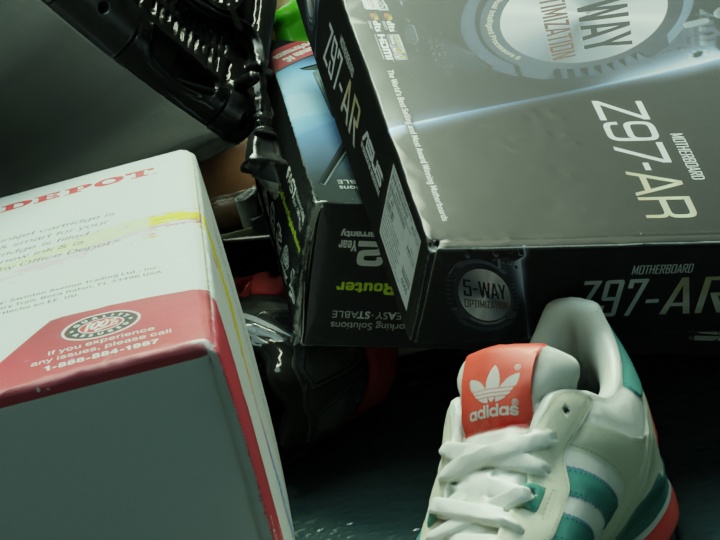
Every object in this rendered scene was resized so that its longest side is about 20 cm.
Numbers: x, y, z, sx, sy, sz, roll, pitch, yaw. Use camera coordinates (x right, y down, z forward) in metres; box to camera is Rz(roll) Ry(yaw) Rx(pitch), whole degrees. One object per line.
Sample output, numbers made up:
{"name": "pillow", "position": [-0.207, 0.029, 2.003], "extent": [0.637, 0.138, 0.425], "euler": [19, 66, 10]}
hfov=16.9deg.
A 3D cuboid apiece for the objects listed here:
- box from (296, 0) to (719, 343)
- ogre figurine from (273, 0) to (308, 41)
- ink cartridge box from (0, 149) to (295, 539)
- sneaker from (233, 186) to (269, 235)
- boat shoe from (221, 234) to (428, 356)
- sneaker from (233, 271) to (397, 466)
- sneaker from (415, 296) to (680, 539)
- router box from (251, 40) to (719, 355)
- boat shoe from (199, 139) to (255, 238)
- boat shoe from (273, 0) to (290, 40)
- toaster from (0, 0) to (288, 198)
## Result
{"name": "box", "position": [0.074, -0.058, 0.870], "extent": [0.160, 0.044, 0.200], "euler": [-1, 42, -14]}
{"name": "ogre figurine", "position": [0.000, -0.131, 1.033], "extent": [0.200, 0.098, 0.120], "euler": [-31, 45, 34]}
{"name": "ink cartridge box", "position": [-0.100, 0.068, 0.766], "extent": [0.145, 0.145, 0.200], "euler": [-15, 20, 0]}
{"name": "sneaker", "position": [0.018, -0.040, 1.095], "extent": [0.129, 0.080, 0.199], "euler": [-28, 24, -33]}
{"name": "boat shoe", "position": [0.000, 0.000, 1.021], "extent": [0.199, 0.062, 0.075], "euler": [-12, 17, 2]}
{"name": "sneaker", "position": [-0.089, 0.047, 0.932], "extent": [0.200, 0.071, 0.098], "euler": [-6, 18, 18]}
{"name": "sneaker", "position": [0.037, 0.076, 0.730], "extent": [0.070, 0.094, 0.200], "euler": [-3, 22, 29]}
{"name": "router box", "position": [0.062, -0.030, 0.939], "extent": [0.199, 0.062, 0.150], "euler": [1, 28, -11]}
{"name": "boat shoe", "position": [-0.078, -0.066, 1.248], "extent": [0.072, 0.068, 0.200], "euler": [-14, 20, -6]}
{"name": "boat shoe", "position": [0.002, -0.115, 1.112], "extent": [0.199, 0.072, 0.065], "euler": [-12, 5, -26]}
{"name": "toaster", "position": [-0.121, -0.129, 0.924], "extent": [0.118, 0.181, 0.201], "euler": [-27, 41, 32]}
